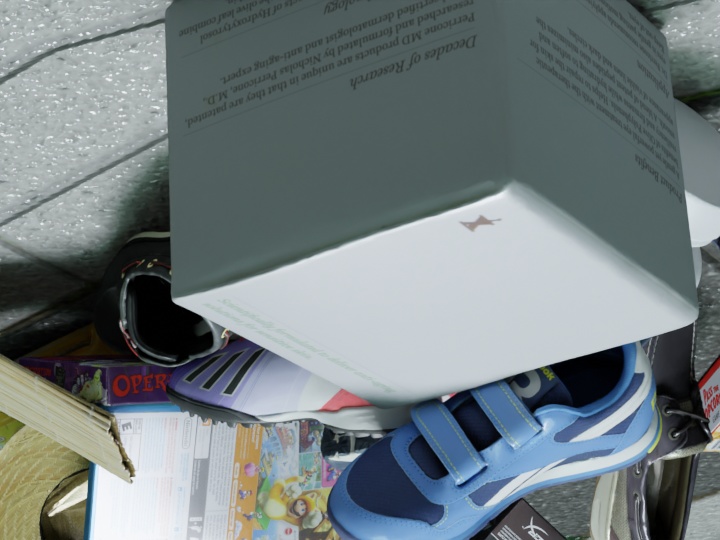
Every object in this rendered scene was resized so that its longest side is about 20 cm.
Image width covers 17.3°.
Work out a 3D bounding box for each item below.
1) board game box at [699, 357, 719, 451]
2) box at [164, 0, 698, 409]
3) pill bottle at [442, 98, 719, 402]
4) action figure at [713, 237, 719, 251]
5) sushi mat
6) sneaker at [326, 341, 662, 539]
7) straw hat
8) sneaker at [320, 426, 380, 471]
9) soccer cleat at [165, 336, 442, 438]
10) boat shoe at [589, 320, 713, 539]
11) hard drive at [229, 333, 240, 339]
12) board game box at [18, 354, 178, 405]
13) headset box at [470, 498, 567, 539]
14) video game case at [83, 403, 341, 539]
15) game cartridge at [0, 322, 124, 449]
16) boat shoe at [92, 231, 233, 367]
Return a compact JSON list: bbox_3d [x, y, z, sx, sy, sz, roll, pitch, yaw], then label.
[{"bbox_3d":[0.331,0.073,1.655,0.151,0.047,0.200,2,155,-11],"label":"board game box"},{"bbox_3d":[0.036,-0.054,1.189,0.199,0.172,0.199,-18,151,28],"label":"box"},{"bbox_3d":[0.122,-0.003,1.339,0.119,0.120,0.200,15,130,-35],"label":"pill bottle"},{"bbox_3d":[0.304,0.003,1.401,0.105,0.200,0.194,-43,161,-5],"label":"action figure"},{"bbox_3d":[-0.228,0.069,1.476,0.199,0.012,0.096,26,158,18],"label":"sushi mat"},{"bbox_3d":[0.070,0.085,1.262,0.199,0.074,0.082,-24,144,-18],"label":"sneaker"},{"bbox_3d":[-0.174,0.170,1.590,0.200,0.202,0.085,5,-171,-19],"label":"straw hat"},{"bbox_3d":[0.074,0.099,1.480,0.199,0.078,0.087,-17,124,11],"label":"sneaker"},{"bbox_3d":[-0.035,0.053,1.365,0.199,0.074,0.068,1,-172,43],"label":"soccer cleat"},{"bbox_3d":[0.200,0.105,1.560,0.072,0.201,0.065,-10,-154,-42],"label":"boat shoe"},{"bbox_3d":[0.000,0.000,1.463,0.199,0.038,0.140,0,155,-6],"label":"hard drive"},{"bbox_3d":[-0.103,0.067,1.510,0.199,0.032,0.120,-1,177,-35],"label":"board game box"},{"bbox_3d":[0.050,0.239,1.734,0.075,0.200,0.149,43,178,-21],"label":"headset box"},{"bbox_3d":[-0.080,0.149,1.548,0.199,0.018,0.144,0,111,-18],"label":"video game case"},{"bbox_3d":[-0.186,0.129,1.636,0.176,0.033,0.200,-25,131,25],"label":"game cartridge"},{"bbox_3d":[-0.118,0.019,1.403,0.074,0.063,0.201,52,152,-11],"label":"boat shoe"}]
